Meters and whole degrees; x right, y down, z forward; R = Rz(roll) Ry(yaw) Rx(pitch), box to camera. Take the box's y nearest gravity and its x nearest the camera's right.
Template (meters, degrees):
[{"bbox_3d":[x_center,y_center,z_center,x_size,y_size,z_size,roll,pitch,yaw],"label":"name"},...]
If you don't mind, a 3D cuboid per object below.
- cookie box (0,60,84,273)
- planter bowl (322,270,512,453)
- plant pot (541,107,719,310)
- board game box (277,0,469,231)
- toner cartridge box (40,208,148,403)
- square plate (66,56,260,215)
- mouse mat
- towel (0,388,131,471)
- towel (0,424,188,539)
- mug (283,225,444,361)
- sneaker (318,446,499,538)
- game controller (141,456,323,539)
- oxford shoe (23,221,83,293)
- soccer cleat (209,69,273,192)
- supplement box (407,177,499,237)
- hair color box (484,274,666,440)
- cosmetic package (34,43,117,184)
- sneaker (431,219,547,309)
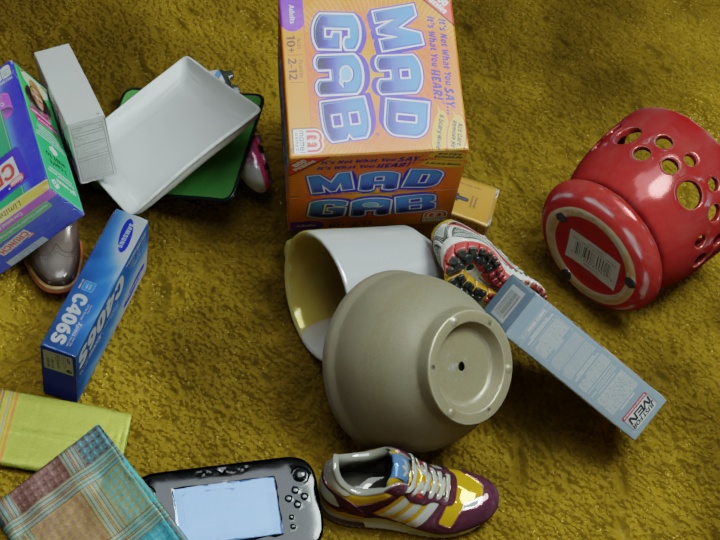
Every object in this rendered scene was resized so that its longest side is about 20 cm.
[{"bbox_3d":[-0.421,-0.108,1.633,0.170,0.075,0.201,-33,57,13],"label":"cookie box"},{"bbox_3d":[0.077,0.101,1.521,0.198,0.134,0.203,0,90,-37],"label":"planter bowl"},{"bbox_3d":[0.333,-0.068,1.718,0.182,0.201,0.200,-36,67,-28],"label":"plant pot"},{"bbox_3d":[0.007,-0.181,1.651,0.197,0.200,0.202,-3,69,-4],"label":"board game box"},{"bbox_3d":[-0.294,0.038,1.587,0.043,0.095,0.201,19,53,3],"label":"toner cartridge box"},{"bbox_3d":[-0.236,-0.160,1.710,0.198,0.029,0.200,-41,42,-10],"label":"square plate"},{"bbox_3d":[-0.225,-0.156,1.749,0.197,0.008,0.163,4,60,19],"label":"mouse mat"},{"bbox_3d":[-0.349,0.176,1.525,0.197,0.018,0.087,10,58,-4],"label":"towel"},{"bbox_3d":[-0.267,0.271,1.440,0.146,0.022,0.200,-37,66,-12],"label":"towel"},{"bbox_3d":[0.005,0.000,1.646,0.152,0.150,0.188,-14,63,-29],"label":"mug"},{"bbox_3d":[0.055,0.231,1.510,0.197,0.091,0.076,1,54,-8],"label":"sneaker"},{"bbox_3d":[-0.139,0.254,1.486,0.197,0.042,0.105,-6,54,-12],"label":"game controller"},{"bbox_3d":[-0.364,-0.065,1.664,0.070,0.073,0.202,-7,55,-16],"label":"oxford shoe"},{"bbox_3d":[-0.173,-0.166,1.788,0.085,0.070,0.201,-21,56,-7],"label":"soccer cleat"},{"bbox_3d":[0.067,-0.090,1.769,0.197,0.069,0.067,17,53,5],"label":"supplement box"},{"bbox_3d":[0.236,0.095,1.584,0.199,0.099,0.061,39,94,-16],"label":"hair color box"},{"bbox_3d":[-0.345,-0.191,1.715,0.050,0.083,0.200,-15,37,-15],"label":"cosmetic package"},{"bbox_3d":[0.150,0.004,1.649,0.078,0.200,0.083,-38,46,8],"label":"sneaker"}]
